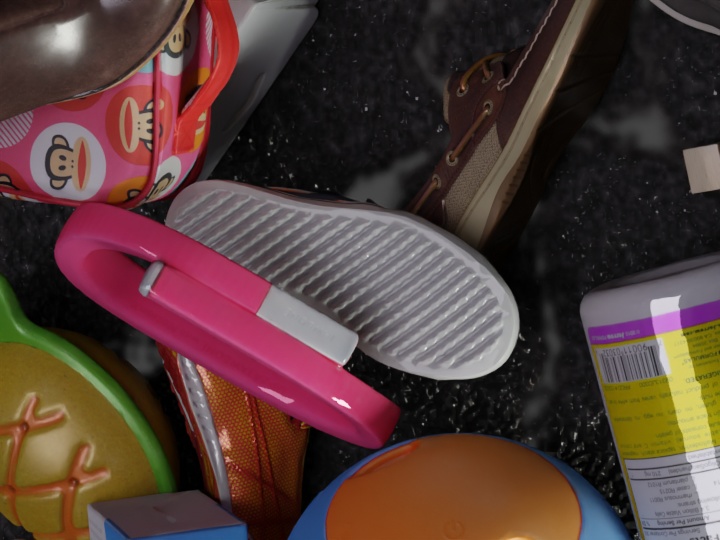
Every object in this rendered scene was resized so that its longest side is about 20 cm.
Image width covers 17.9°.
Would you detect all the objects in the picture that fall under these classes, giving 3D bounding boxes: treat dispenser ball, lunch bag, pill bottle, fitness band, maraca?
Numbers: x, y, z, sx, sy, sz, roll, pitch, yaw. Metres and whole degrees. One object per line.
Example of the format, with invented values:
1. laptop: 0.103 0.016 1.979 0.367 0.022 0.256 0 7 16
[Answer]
1. treat dispenser ball: 0.051 0.184 1.171 0.200 0.201 0.202 5 101 26
2. lunch bag: -0.143 -0.133 1.187 0.175 0.082 0.201 10 103 23
3. pill bottle: 0.183 0.095 1.145 0.104 0.104 0.201 -14 93 28
4. fitness band: -0.068 0.031 1.174 0.200 0.144 0.038 31 76 -7
5. maraca: -0.182 0.082 1.317 0.200 0.107 0.137 48 134 2

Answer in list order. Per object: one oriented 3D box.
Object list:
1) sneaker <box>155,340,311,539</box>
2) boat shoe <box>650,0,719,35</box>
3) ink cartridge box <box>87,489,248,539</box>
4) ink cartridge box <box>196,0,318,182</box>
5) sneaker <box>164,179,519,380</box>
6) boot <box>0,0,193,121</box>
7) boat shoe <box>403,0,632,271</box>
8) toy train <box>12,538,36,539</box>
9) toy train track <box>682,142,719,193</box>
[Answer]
1. sneaker: -0.054 0.109 1.285 0.077 0.073 0.201 -17 109 -14
2. boat shoe: 0.204 -0.133 1.102 0.200 0.067 0.057 40 138 26
3. ink cartridge box: -0.098 0.229 1.228 0.068 0.116 0.201 -6 95 -17
4. ink cartridge box: -0.143 -0.156 1.276 0.200 0.085 0.145 41 114 13
5. sneaker: 0.000 0.000 1.199 0.199 0.079 0.079 22 95 20
6. boot: -0.183 -0.101 1.078 0.199 0.166 0.073 -26 91 23
7. boat shoe: 0.072 -0.082 1.191 0.072 0.072 0.200 36 120 19
8. toy train: -0.175 0.210 1.360 0.199 0.056 0.150 24 152 18
9. toy train track: 0.253 -0.067 1.123 0.199 0.033 0.115 -11 93 27
